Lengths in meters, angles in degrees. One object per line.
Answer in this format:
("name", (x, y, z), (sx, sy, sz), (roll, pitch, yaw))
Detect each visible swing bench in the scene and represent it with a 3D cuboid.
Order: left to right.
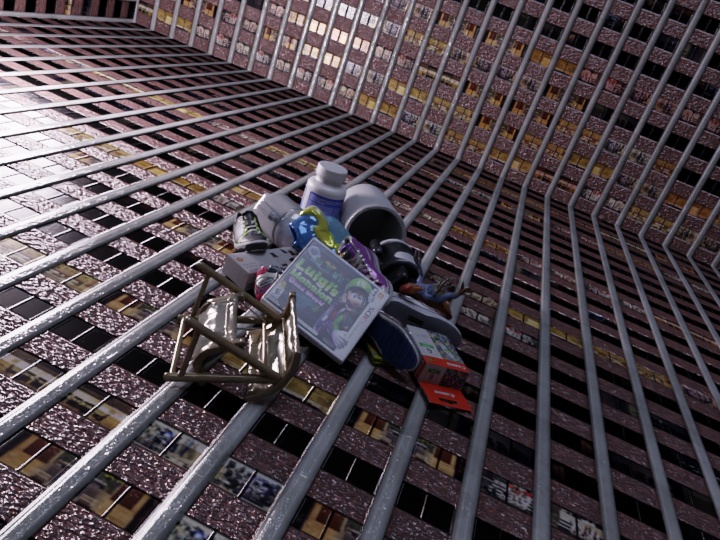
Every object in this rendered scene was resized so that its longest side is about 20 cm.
("swing bench", (-0.212, 0.110, 1.090), (0.198, 0.131, 0.199), (19, 22, -17))

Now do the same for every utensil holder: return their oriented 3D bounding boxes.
("utensil holder", (0.021, -0.131, 1.742), (0.168, 0.171, 0.200), (13, 22, -18))

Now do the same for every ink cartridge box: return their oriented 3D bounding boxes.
("ink cartridge box", (0.159, 0.195, 1.291), (0.108, 0.051, 0.200), (16, 23, -24))

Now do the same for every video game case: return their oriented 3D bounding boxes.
("video game case", (-0.066, 0.056, 1.254), (0.199, 0.023, 0.182), (37, 59, 2))

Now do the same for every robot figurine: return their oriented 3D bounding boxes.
("robot figurine", (-0.191, -0.120, 1.604), (0.200, 0.113, 0.169), (40, 6, 38))
("robot figurine", (0.084, 0.003, 1.562), (0.123, 0.152, 0.200), (0, 27, -6))

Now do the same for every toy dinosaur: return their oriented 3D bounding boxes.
("toy dinosaur", (0.162, 0.060, 1.443), (0.180, 0.202, 0.105), (-13, 26, -31))

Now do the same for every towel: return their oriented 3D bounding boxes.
("towel", (0.033, 0.141, 1.360), (0.085, 0.018, 0.200), (16, 23, -26))

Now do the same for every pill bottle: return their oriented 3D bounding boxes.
("pill bottle", (-0.102, -0.186, 1.709), (0.111, 0.201, 0.112), (17, 24, -8))

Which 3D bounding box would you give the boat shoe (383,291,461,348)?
("boat shoe", (0.142, 0.105, 1.418), (0.199, 0.074, 0.066), (33, 26, -14))

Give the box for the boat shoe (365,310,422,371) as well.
("boat shoe", (0.064, 0.129, 1.298), (0.072, 0.073, 0.200), (12, 27, -51))

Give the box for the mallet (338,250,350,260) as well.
("mallet", (-0.078, -0.001, 1.378), (0.041, 0.066, 0.200), (30, -19, -19))

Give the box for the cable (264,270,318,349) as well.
("cable", (-0.088, 0.079, 1.270), (0.198, 0.051, 0.165), (14, 57, -14))

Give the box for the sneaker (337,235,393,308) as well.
("sneaker", (-0.001, 0.000, 1.407), (0.114, 0.072, 0.201), (42, 14, -38))

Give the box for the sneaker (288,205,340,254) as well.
("sneaker", (-0.101, -0.048, 1.499), (0.104, 0.076, 0.201), (-29, 86, -16))

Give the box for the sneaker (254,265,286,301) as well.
("sneaker", (-0.128, 0.055, 1.347), (0.198, 0.081, 0.075), (12, 52, -11))

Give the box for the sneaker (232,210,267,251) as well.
("sneaker", (-0.266, -0.096, 1.476), (0.071, 0.084, 0.200), (-7, 15, -21))

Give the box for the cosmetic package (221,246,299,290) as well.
("cosmetic package", (-0.207, -0.008, 1.432), (0.082, 0.051, 0.199), (34, 26, 30))

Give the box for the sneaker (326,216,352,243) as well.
("sneaker", (-0.045, -0.040, 1.601), (0.076, 0.081, 0.201), (-20, 65, -30))
